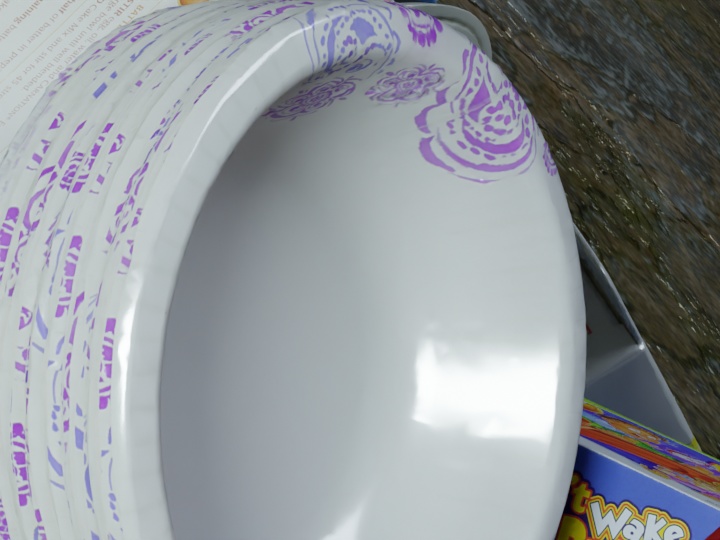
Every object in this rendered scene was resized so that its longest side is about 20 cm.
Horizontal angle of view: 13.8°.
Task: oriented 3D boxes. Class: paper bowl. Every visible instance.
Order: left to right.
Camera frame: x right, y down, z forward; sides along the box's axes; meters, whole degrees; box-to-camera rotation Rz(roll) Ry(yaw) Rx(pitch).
[{"bbox_3d":[-0.033,0.026,0.808,0.104,0.201,0.201,6,-16,38],"label":"paper bowl"}]

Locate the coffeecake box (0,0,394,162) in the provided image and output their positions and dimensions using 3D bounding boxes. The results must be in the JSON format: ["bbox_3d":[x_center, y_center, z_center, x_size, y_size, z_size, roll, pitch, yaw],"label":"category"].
[{"bbox_3d":[-0.089,-0.054,0.872,0.200,0.153,0.073,31,23,-49],"label":"coffeecake box"}]

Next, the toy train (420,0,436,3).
[{"bbox_3d":[-0.002,-0.108,1.358,0.114,0.087,0.200,61,-2,-43],"label":"toy train"}]

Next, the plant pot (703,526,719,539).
[{"bbox_3d":[0.099,0.185,0.728,0.200,0.182,0.200,44,16,-15],"label":"plant pot"}]

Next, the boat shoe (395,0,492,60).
[{"bbox_3d":[-0.034,-0.084,1.116,0.060,0.074,0.200,10,8,41],"label":"boat shoe"}]

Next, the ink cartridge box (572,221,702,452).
[{"bbox_3d":[0.075,0.041,1.155,0.115,0.068,0.200,58,0,42],"label":"ink cartridge box"}]

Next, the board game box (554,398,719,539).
[{"bbox_3d":[0.106,0.088,0.937,0.200,0.045,0.134,24,5,23],"label":"board game box"}]
